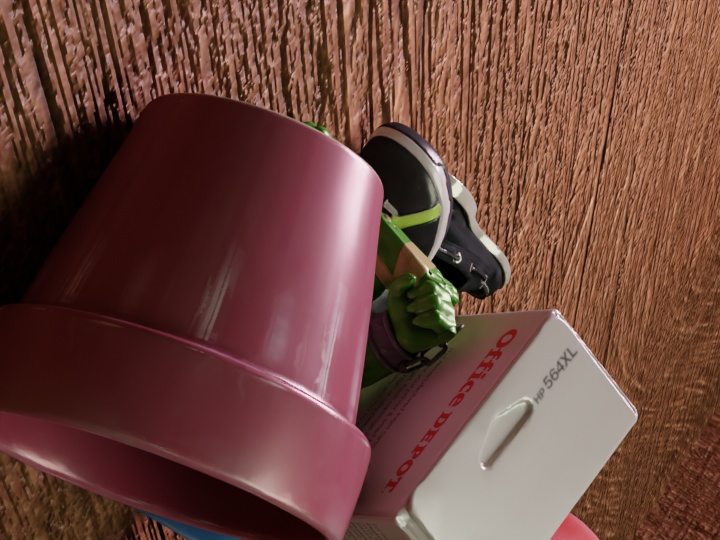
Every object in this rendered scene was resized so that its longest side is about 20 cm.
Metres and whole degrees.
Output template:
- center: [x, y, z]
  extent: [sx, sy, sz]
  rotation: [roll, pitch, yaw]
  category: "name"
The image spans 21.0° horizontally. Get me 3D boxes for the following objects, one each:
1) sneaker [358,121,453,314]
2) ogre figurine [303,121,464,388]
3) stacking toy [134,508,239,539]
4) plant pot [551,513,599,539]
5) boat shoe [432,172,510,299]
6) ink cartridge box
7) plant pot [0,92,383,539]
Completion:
- center: [0.000, 0.000, 1.268]
  extent: [0.083, 0.072, 0.201]
  rotation: [-36, 150, -49]
  category: "sneaker"
- center: [-0.029, 0.006, 1.078]
  extent: [0.120, 0.200, 0.098]
  rotation: [-42, 151, 8]
  category: "ogre figurine"
- center: [-0.063, 0.101, 1.236]
  extent: [0.110, 0.116, 0.200]
  rotation: [-65, 173, 11]
  category: "stacking toy"
- center: [0.147, 0.363, 2.014]
  extent: [0.182, 0.200, 0.201]
  rotation: [-30, 146, -44]
  category: "plant pot"
- center: [0.056, -0.013, 1.394]
  extent: [0.066, 0.074, 0.199]
  rotation: [-54, 161, -10]
  category: "boat shoe"
- center: [0.030, 0.101, 1.048]
  extent: [0.146, 0.084, 0.200]
  rotation: [-50, -158, -24]
  category: "ink cartridge box"
- center: [-0.074, 0.021, 0.947]
  extent: [0.200, 0.199, 0.180]
  rotation: [65, 42, -68]
  category: "plant pot"
